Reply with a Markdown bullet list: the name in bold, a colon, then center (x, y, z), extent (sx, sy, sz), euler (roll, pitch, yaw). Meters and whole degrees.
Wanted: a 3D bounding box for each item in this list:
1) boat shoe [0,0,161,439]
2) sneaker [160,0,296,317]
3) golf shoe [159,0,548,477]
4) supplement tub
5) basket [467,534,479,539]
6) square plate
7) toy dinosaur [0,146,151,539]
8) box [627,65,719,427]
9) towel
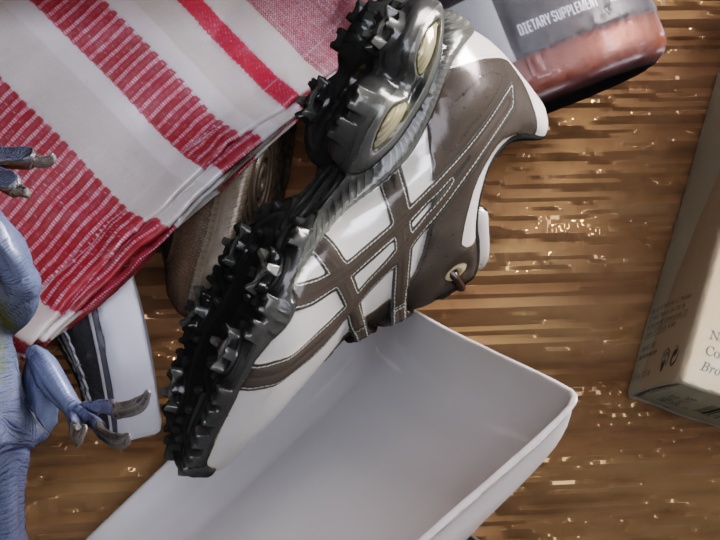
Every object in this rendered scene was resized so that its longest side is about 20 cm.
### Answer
- **boat shoe**: center (-0.136, -0.021, 0.793), extent (0.068, 0.072, 0.201), euler (-20, 83, -13)
- **sneaker**: center (-0.065, -0.076, 0.824), extent (0.075, 0.070, 0.201), euler (9, 75, 9)
- **golf shoe**: center (0.000, 0.000, 0.746), extent (0.094, 0.078, 0.200), euler (28, 97, -24)
- **supplement tub**: center (0.042, -0.159, 0.817), extent (0.107, 0.107, 0.201), euler (-23, 89, -11)
- **basket**: center (0.012, 0.207, 0.754), extent (0.180, 0.136, 0.200), euler (36, 82, 15)
- **square plate**: center (-0.028, 0.096, 0.733), extent (0.198, 0.200, 0.028), euler (-42, 112, -9)
- **toy dinosaur**: center (-0.124, 0.036, 0.708), extent (0.105, 0.182, 0.200), euler (-11, 41, -1)
- **box**: center (0.189, -0.030, 0.841), extent (0.095, 0.078, 0.201), euler (17, 80, -5)
- **towel**: center (-0.104, -0.080, 0.768), extent (0.144, 0.023, 0.200), euler (44, 75, 8)
